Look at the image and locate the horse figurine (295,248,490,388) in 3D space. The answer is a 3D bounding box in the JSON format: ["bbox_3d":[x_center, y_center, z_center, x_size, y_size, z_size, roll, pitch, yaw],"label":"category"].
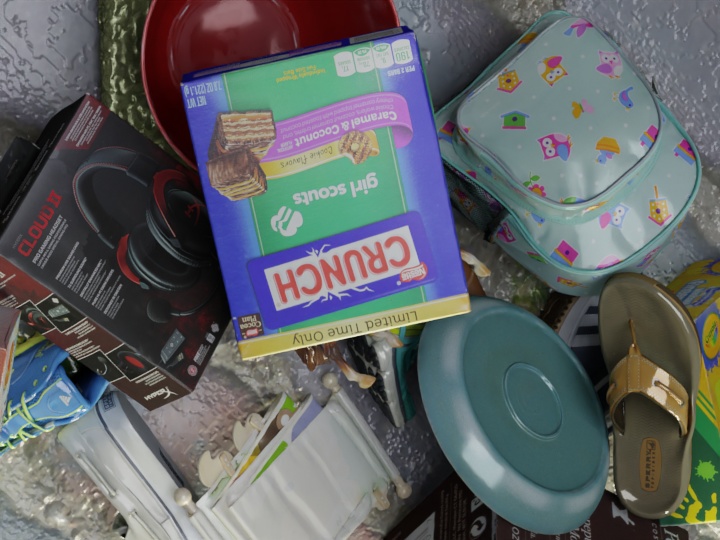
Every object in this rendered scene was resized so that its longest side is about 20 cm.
[{"bbox_3d":[0.000,0.000,1.677,0.132,0.050,0.200,42,115,-8],"label":"horse figurine"}]

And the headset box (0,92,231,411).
[{"bbox_3d":[-0.183,-0.018,1.643,0.200,0.075,0.149,38,60,-18],"label":"headset box"}]

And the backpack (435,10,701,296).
[{"bbox_3d":[0.166,-0.086,1.772,0.176,0.153,0.200,-42,85,-14],"label":"backpack"}]

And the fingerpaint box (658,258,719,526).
[{"bbox_3d":[0.287,0.093,1.849,0.200,0.073,0.168,-33,111,-59],"label":"fingerpaint box"}]

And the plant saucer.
[{"bbox_3d":[0.126,0.104,1.743,0.200,0.027,0.201,28,45,-32],"label":"plant saucer"}]

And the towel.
[{"bbox_3d":[-0.133,-0.156,1.742,0.148,0.036,0.201,-3,98,-21],"label":"towel"}]

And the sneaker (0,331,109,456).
[{"bbox_3d":[-0.258,0.095,1.679,0.200,0.105,0.076,-41,107,-13],"label":"sneaker"}]

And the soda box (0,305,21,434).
[{"bbox_3d":[-0.293,0.120,1.622,0.068,0.064,0.201,12,115,-4],"label":"soda box"}]

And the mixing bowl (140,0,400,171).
[{"bbox_3d":[-0.079,-0.161,1.684,0.199,0.108,0.201,-3,99,-20],"label":"mixing bowl"}]

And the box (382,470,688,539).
[{"bbox_3d":[0.137,0.267,1.782,0.199,0.166,0.164,27,127,-21],"label":"box"}]

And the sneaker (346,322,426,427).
[{"bbox_3d":[0.034,0.038,1.770,0.079,0.078,0.201,-15,129,-18],"label":"sneaker"}]

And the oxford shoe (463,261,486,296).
[{"bbox_3d":[0.070,0.019,1.831,0.071,0.071,0.201,-26,103,-48],"label":"oxford shoe"}]

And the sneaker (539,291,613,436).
[{"bbox_3d":[0.211,0.047,1.872,0.108,0.070,0.201,32,90,-16],"label":"sneaker"}]

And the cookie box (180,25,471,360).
[{"bbox_3d":[-0.024,-0.055,1.594,0.170,0.075,0.201,-12,100,1],"label":"cookie box"}]

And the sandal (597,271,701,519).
[{"bbox_3d":[0.217,0.101,1.738,0.054,0.080,0.201,-33,123,-61],"label":"sandal"}]

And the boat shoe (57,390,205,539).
[{"bbox_3d":[-0.160,0.188,1.746,0.066,0.072,0.200,-31,113,2],"label":"boat shoe"}]

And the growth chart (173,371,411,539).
[{"bbox_3d":[-0.051,0.168,1.774,0.200,0.018,0.145,-39,106,-38],"label":"growth chart"}]
